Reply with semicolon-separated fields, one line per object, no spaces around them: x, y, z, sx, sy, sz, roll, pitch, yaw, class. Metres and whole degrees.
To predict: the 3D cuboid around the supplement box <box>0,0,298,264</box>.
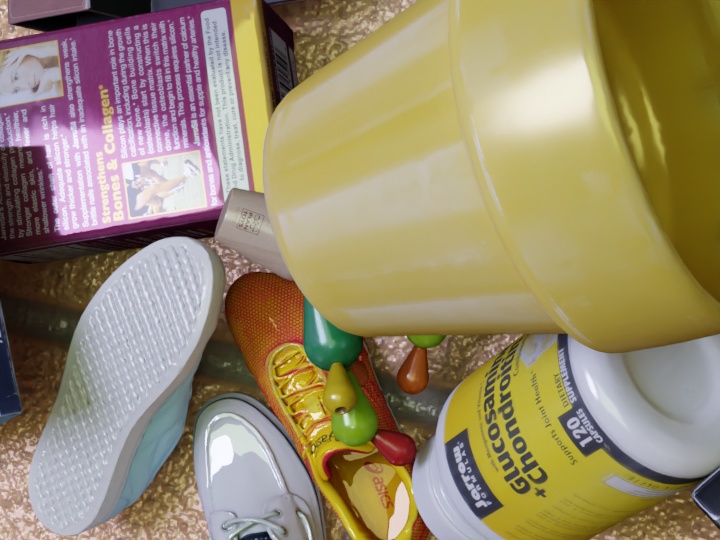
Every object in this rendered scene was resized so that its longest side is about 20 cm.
-0.138;-0.081;0.879;0.199;0.103;0.132;-8;86;9;supplement box

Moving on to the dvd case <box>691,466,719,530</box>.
0.262;0.105;0.750;0.150;0.200;0.025;-42;52;5;dvd case

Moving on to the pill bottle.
0.110;0.089;0.772;0.112;0.200;0.112;14;57;-23;pill bottle

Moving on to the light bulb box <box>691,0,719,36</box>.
0.263;-0.148;0.753;0.198;0.200;0.125;24;133;11;light bulb box

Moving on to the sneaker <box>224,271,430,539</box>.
-0.017;0.082;0.858;0.073;0.077;0.200;-37;79;7;sneaker

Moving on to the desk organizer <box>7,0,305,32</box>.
-0.124;-0.197;0.871;0.199;0.072;0.077;-3;88;31;desk organizer

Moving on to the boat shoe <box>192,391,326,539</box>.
-0.053;0.168;0.862;0.073;0.067;0.201;-25;82;7;boat shoe

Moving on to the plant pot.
0.067;-0.052;0.653;0.188;0.200;0.202;-16;82;33;plant pot

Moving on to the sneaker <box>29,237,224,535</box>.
-0.132;0.064;0.861;0.074;0.082;0.200;37;108;15;sneaker

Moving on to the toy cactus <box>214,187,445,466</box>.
0.000;0.000;0.793;0.164;0.102;0.201;19;102;-11;toy cactus

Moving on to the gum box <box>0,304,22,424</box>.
-0.259;0.019;0.851;0.044;0.200;0.171;-10;83;-26;gum box
